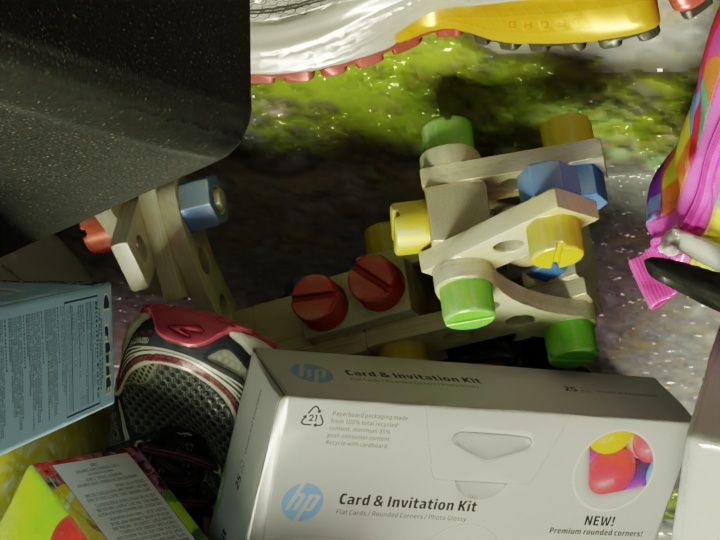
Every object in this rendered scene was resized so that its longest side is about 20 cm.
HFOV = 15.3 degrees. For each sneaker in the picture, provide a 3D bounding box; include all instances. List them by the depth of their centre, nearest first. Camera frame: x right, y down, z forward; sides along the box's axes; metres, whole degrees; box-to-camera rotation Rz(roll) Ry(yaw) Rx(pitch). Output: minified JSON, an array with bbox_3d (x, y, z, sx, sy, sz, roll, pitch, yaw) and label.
[{"bbox_3d":[0.008,-0.112,0.788,0.199,0.078,0.082,-6,126,22],"label":"sneaker"},{"bbox_3d":[-0.060,0.101,0.952,0.080,0.075,0.201,16,126,20],"label":"sneaker"}]

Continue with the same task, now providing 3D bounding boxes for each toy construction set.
[{"bbox_3d":[0.000,0.000,0.937,0.199,0.092,0.131,0,162,21],"label":"toy construction set"}]

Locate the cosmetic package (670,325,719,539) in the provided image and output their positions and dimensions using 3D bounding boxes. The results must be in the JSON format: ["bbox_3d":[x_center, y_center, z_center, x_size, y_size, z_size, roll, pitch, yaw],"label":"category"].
[{"bbox_3d":[0.211,0.069,0.891,0.199,0.102,0.071,13,130,12],"label":"cosmetic package"}]

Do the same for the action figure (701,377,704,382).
[{"bbox_3d":[0.222,0.047,0.993,0.199,0.070,0.130,-2,153,21],"label":"action figure"}]

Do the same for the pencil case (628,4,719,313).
[{"bbox_3d":[0.142,-0.056,0.820,0.088,0.089,0.200,9,146,-2],"label":"pencil case"}]

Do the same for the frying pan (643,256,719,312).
[{"bbox_3d":[0.184,0.035,0.815,0.115,0.031,0.190,38,170,-35],"label":"frying pan"}]

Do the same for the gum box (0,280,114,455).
[{"bbox_3d":[-0.173,0.027,0.787,0.169,0.045,0.200,-1,-179,5],"label":"gum box"}]

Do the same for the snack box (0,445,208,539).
[{"bbox_3d":[-0.095,0.181,0.903,0.053,0.142,0.200,-6,136,-45],"label":"snack box"}]

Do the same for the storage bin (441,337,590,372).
[{"bbox_3d":[0.010,0.112,1.077,0.199,0.136,0.094,-12,144,30],"label":"storage bin"}]

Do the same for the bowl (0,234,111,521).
[{"bbox_3d":[-0.153,0.036,0.967,0.108,0.200,0.200,-41,128,23],"label":"bowl"}]

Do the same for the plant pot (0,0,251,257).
[{"bbox_3d":[-0.138,-0.098,0.727,0.200,0.200,0.177,-21,151,38],"label":"plant pot"}]

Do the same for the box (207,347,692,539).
[{"bbox_3d":[0.017,0.129,0.932,0.155,0.041,0.201,5,113,-23],"label":"box"}]
